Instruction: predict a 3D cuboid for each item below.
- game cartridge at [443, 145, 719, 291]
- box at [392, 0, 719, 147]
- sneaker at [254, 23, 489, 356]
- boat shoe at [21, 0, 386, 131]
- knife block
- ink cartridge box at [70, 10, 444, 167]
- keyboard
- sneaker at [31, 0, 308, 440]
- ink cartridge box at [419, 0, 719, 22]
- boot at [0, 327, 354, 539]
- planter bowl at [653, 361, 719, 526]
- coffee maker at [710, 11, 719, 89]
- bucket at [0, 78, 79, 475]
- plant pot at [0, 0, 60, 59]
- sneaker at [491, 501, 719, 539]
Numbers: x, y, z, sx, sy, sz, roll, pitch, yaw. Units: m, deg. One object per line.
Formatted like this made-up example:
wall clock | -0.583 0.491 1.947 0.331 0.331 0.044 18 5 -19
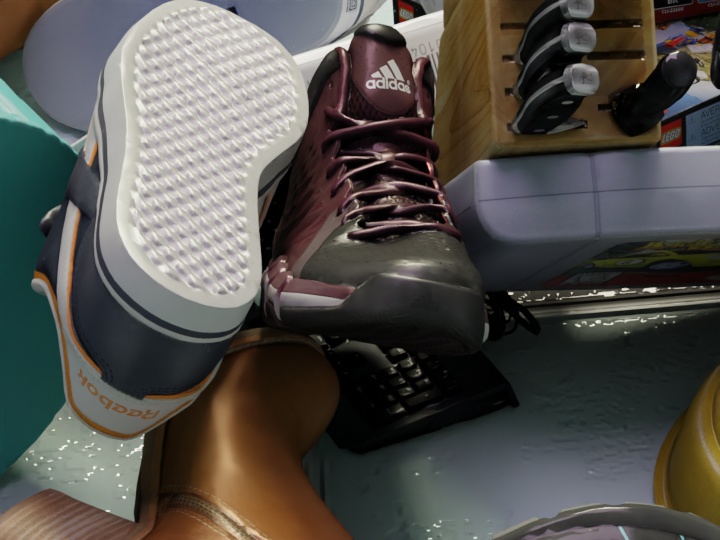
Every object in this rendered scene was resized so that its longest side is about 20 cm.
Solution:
game cartridge | 0.127 -0.019 0.923 0.198 0.041 0.133 -2 -12 -12
box | 0.127 -0.111 1.163 0.136 0.038 0.200 -24 36 -28
sneaker | 0.003 -0.034 0.868 0.075 0.117 0.200 9 1 -14
boat shoe | -0.068 -0.121 1.151 0.201 0.075 0.086 -17 3 35
knife block | 0.073 -0.062 0.883 0.063 0.201 0.176 -1 36 -7
ink cartridge box | -0.045 -0.064 1.074 0.197 0.044 0.200 -20 3 -24
keyboard | 0.000 0.000 1.000 0.103 0.040 0.200 -17 34 -18
sneaker | -0.071 -0.022 0.845 0.078 0.080 0.201 26 32 -10
ink cartridge box | 0.122 -0.210 1.118 0.198 0.177 0.084 -10 31 -7
boot | -0.020 0.101 0.821 0.154 0.074 0.200 22 37 24
planter bowl | 0.203 0.044 0.853 0.198 0.084 0.201 -4 31 3
coffee maker | 0.271 -0.115 1.045 0.199 0.136 0.192 23 22 17
bucket | -0.201 -0.007 0.892 0.206 0.209 0.135 -26 45 -31
plant pot | -0.233 -0.167 1.179 0.199 0.201 0.140 14 50 29
sneaker | 0.115 0.123 0.731 0.198 0.076 0.080 4 41 -4
